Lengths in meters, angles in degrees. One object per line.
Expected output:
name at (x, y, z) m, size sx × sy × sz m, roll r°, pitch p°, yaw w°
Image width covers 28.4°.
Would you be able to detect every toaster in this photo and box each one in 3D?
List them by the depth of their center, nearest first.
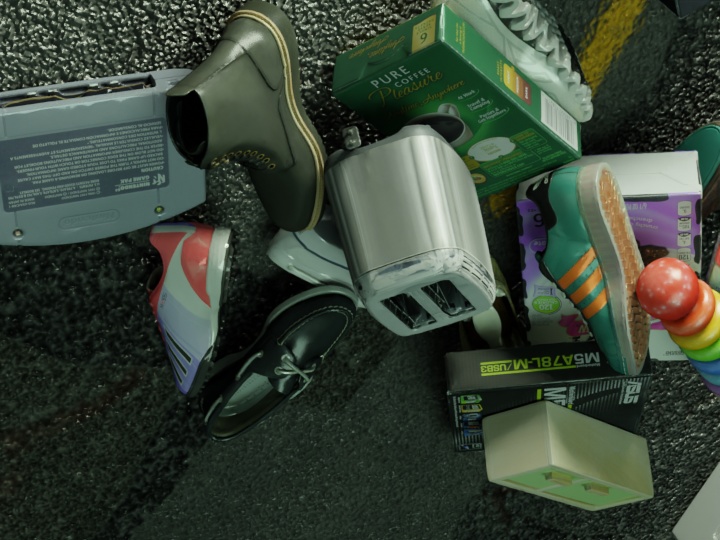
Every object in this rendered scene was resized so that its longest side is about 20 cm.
toaster at (0.043, -0.030, 1.176) m, size 0.113 × 0.130 × 0.200 m, roll -18°, pitch 158°, yaw 11°

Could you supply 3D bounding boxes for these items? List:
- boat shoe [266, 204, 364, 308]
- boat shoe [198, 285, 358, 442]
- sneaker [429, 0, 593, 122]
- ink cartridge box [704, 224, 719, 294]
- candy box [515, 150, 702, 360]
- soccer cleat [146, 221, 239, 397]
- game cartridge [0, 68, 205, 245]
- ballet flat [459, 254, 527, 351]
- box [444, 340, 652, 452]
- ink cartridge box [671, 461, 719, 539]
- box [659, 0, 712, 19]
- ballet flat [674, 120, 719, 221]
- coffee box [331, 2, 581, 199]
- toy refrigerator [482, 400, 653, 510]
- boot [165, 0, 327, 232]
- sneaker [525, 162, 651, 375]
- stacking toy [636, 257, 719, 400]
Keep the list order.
boat shoe at (0.000, 0.000, 1.295) m, size 0.199 × 0.074 × 0.065 m, roll 30°, pitch 123°, yaw -34°
boat shoe at (-0.072, 0.088, 1.287) m, size 0.075 × 0.061 × 0.200 m, roll 24°, pitch 130°, yaw -31°
sneaker at (0.132, -0.189, 1.213) m, size 0.081 × 0.076 × 0.200 m, roll -32°, pitch 131°, yaw 19°
ink cartridge box at (0.362, -0.059, 1.318) m, size 0.050 × 0.162 × 0.200 m, roll 16°, pitch 160°, yaw 11°
candy box at (0.236, -0.009, 1.346) m, size 0.166 × 0.072 × 0.201 m, roll -2°, pitch 128°, yaw 10°
soccer cleat at (-0.154, 0.033, 1.245) m, size 0.072 × 0.069 × 0.201 m, roll 12°, pitch 136°, yaw -2°
game cartridge at (-0.223, -0.086, 1.139) m, size 0.198 × 0.041 × 0.134 m, roll -10°, pitch 125°, yaw -18°
ballet flat at (0.130, 0.063, 1.396) m, size 0.070 × 0.071 × 0.201 m, roll -27°, pitch 132°, yaw -3°
box at (0.181, 0.124, 1.393) m, size 0.191 × 0.048 × 0.200 m, roll -3°, pitch 156°, yaw 4°
ink cartridge box at (0.504, 0.303, 1.742) m, size 0.198 × 0.084 × 0.145 m, roll 11°, pitch 119°, yaw -32°
box at (0.292, -0.342, 1.142) m, size 0.181 × 0.104 × 0.201 m, roll -27°, pitch 132°, yaw -3°
ballet flat at (0.316, -0.063, 1.396) m, size 0.067 × 0.068 × 0.201 m, roll 8°, pitch 131°, yaw -34°
coffee box at (0.085, -0.137, 1.203) m, size 0.122 × 0.044 × 0.199 m, roll -21°, pitch 141°, yaw 38°
toy refrigerator at (0.207, 0.189, 1.403) m, size 0.075 × 0.071 × 0.199 m, roll -20°, pitch 152°, yaw 33°
boot at (-0.096, -0.091, 1.123) m, size 0.077 × 0.139 × 0.201 m, roll 3°, pitch 126°, yaw 28°
sneaker at (0.203, 0.001, 1.263) m, size 0.079 × 0.071 × 0.202 m, roll -5°, pitch 112°, yaw 32°
stacking toy at (0.312, 0.052, 1.282) m, size 0.085 × 0.086 × 0.200 m, roll -45°, pitch 133°, yaw 12°
